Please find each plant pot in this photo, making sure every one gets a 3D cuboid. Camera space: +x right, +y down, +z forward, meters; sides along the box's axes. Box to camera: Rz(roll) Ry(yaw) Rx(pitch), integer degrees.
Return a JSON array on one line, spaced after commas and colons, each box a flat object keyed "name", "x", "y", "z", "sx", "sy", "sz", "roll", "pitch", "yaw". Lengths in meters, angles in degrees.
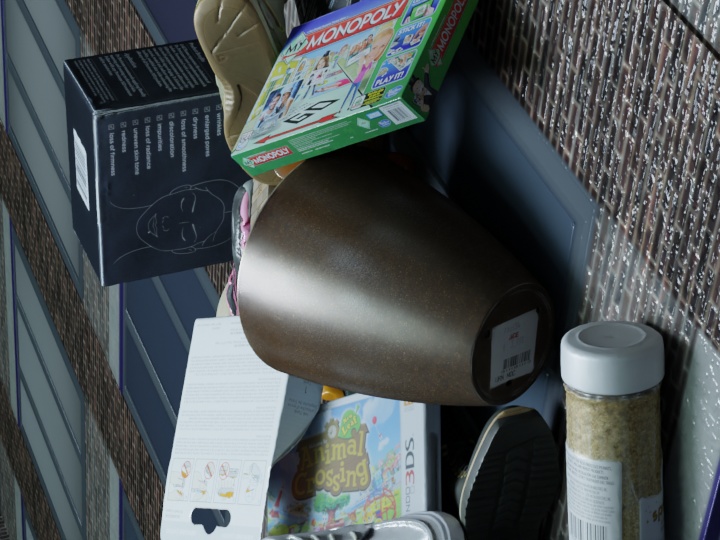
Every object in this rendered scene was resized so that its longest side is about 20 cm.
[{"name": "plant pot", "x": 0.042, "y": 0.024, "z": 1.501, "sx": 0.199, "sy": 0.186, "sz": 0.188, "roll": 24, "pitch": 125, "yaw": 40}]

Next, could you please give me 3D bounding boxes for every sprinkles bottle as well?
[{"name": "sprinkles bottle", "x": 0.170, "y": 0.137, "z": 1.341, "sx": 0.068, "sy": 0.068, "sz": 0.202, "roll": -143, "pitch": 45, "yaw": -62}]

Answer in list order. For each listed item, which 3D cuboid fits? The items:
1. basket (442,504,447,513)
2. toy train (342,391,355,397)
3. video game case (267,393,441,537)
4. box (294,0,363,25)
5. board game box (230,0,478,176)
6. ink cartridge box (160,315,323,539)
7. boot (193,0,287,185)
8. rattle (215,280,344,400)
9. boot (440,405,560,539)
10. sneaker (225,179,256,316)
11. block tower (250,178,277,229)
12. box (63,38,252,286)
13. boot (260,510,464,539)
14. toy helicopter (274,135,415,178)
[{"name": "basket", "x": 0.035, "y": 0.264, "z": 1.690, "sx": 0.180, "sy": 0.135, "sz": 0.202, "roll": 49, "pitch": -152, "yaw": -69}, {"name": "toy train", "x": 0.007, "y": 0.073, "z": 1.748, "sx": 0.114, "sy": 0.085, "sz": 0.201, "roll": 91, "pitch": 159, "yaw": -55}, {"name": "video game case", "x": -0.008, "y": 0.192, "z": 1.635, "sx": 0.199, "sy": 0.022, "sz": 0.184, "roll": -20, "pitch": 63, "yaw": 46}, {"name": "box", "x": -0.010, "y": -0.263, "z": 1.626, "sx": 0.200, "sy": 0.049, "sz": 0.159, "roll": 114, "pitch": 148, "yaw": -57}, {"name": "board game box", "x": -0.004, "y": -0.149, "z": 1.507, "sx": 0.199, "sy": 0.029, "sz": 0.135, "roll": -14, "pitch": 44, "yaw": 47}, {"name": "ink cartridge box", "x": -0.098, "y": 0.138, "z": 1.722, "sx": 0.162, "sy": 0.050, "sz": 0.202, "roll": -5, "pitch": 74, "yaw": 53}, {"name": "boot", "x": -0.084, "y": -0.187, "z": 1.675, "sx": 0.156, "sy": 0.072, "sz": 0.201, "roll": -87, "pitch": -18, "yaw": -49}, {"name": "rattle", "x": -0.058, "y": 0.018, "z": 1.916, "sx": 0.143, "sy": 0.129, "sz": 0.202, "roll": -5, "pitch": 69, "yaw": 60}, {"name": "boot", "x": 0.092, "y": 0.154, "z": 1.567, "sx": 0.139, "sy": 0.077, "sz": 0.201, "roll": -116, "pitch": 25, "yaw": -48}, {"name": "sneaker", "x": -0.094, "y": 0.009, "z": 1.817, "sx": 0.095, "sy": 0.079, "sz": 0.202, "roll": 16, "pitch": 124, "yaw": 44}, {"name": "block tower", "x": -0.061, "y": -0.090, "z": 1.742, "sx": 0.058, "sy": 0.054, "sz": 0.202, "roll": 134, "pitch": 142, "yaw": -64}, {"name": "box", "x": -0.183, "y": -0.112, "z": 1.998, "sx": 0.124, "sy": 0.195, "sz": 0.201, "roll": -125, "pitch": 31, "yaw": -51}, {"name": "boot", "x": -0.017, "y": 0.230, "z": 1.542, "sx": 0.199, "sy": 0.095, "sz": 0.074, "roll": -30, "pitch": 57, "yaw": 40}, {"name": "toy helicopter", "x": -0.029, "y": -0.066, "z": 1.595, "sx": 0.078, "sy": 0.201, "sz": 0.133, "roll": 14, "pitch": 138, "yaw": 20}]
